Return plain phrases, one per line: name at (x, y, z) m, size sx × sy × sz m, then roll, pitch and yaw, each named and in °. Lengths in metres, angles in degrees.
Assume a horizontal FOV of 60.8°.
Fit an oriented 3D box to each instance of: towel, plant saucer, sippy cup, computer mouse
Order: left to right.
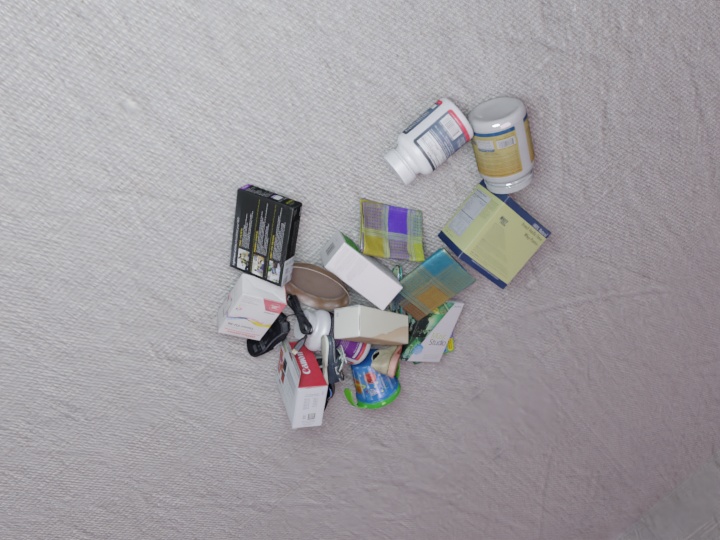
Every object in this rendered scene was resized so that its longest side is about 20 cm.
computer mouse at (-0.199, 0.172, 1.573) m, size 0.200 × 0.141 × 0.046 m, roll -45°, pitch 147°, yaw 14°
plant saucer at (-0.116, 0.036, 1.526) m, size 0.198 × 0.032 × 0.201 m, roll 14°, pitch 151°, yaw 8°
sippy cup at (0.034, 0.300, 1.751) m, size 0.138 × 0.178 × 0.131 m, roll -11°, pitch 114°, yaw 18°
towel at (0.080, -0.099, 1.545) m, size 0.198 × 0.023 × 0.145 m, roll 10°, pitch 73°, yaw -30°
towel at (0.183, 0.038, 1.608) m, size 0.199 × 0.022 × 0.146 m, roll -38°, pitch 121°, yaw 21°

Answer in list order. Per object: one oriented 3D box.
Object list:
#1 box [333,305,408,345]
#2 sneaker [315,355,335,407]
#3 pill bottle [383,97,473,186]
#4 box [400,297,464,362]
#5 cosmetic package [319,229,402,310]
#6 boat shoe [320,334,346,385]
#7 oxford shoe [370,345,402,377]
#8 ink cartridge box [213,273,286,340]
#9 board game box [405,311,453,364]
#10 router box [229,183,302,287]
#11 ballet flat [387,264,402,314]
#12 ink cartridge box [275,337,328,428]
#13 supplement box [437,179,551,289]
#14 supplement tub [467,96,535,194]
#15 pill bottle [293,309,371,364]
box at (0.030, 0.145, 1.583) m, size 0.199 × 0.094 × 0.079 m, roll 15°, pitch 71°, yaw -46°
sneaker at (-0.114, 0.350, 1.722) m, size 0.072 × 0.112 × 0.202 m, roll -8°, pitch 121°, yaw -16°
pill bottle at (0.156, -0.300, 1.455) m, size 0.200 × 0.120 × 0.120 m, roll -40°, pitch 125°, yaw 4°
box at (0.199, 0.167, 1.744) m, size 0.143 × 0.036 × 0.202 m, roll 7°, pitch 112°, yaw -34°
cosmetic package at (0.000, 0.000, 1.551) m, size 0.199 × 0.108 × 0.085 m, roll 36°, pitch 100°, yaw -24°
boat shoe at (-0.067, 0.228, 1.559) m, size 0.061 × 0.075 × 0.201 m, roll -5°, pitch 136°, yaw -6°
oxford shoe at (0.071, 0.229, 1.665) m, size 0.073 × 0.200 × 0.072 m, roll 13°, pitch 98°, yaw 6°
ink cartridge box at (-0.275, 0.105, 1.505) m, size 0.116 × 0.068 × 0.200 m, roll 15°, pitch 134°, yaw -28°
board game box at (0.204, 0.172, 1.801) m, size 0.133 × 0.029 × 0.202 m, roll -17°, pitch 123°, yaw -11°
router box at (-0.221, -0.080, 1.419) m, size 0.148 × 0.051 × 0.202 m, roll 21°, pitch 117°, yaw 16°
ballet flat at (0.083, 0.078, 1.678) m, size 0.074 × 0.074 × 0.202 m, roll -12°, pitch 119°, yaw -15°
ink cartridge box at (-0.155, 0.277, 1.609) m, size 0.083 × 0.200 × 0.177 m, roll -1°, pitch 120°, yaw -21°
supplement box at (0.357, -0.098, 1.643) m, size 0.199 × 0.134 × 0.200 m, roll 31°, pitch 104°, yaw -33°
supplement tub at (0.350, -0.307, 1.514) m, size 0.144 × 0.145 × 0.201 m, roll -26°, pitch 125°, yaw -6°
pill bottle at (-0.074, 0.173, 1.637) m, size 0.199 × 0.113 × 0.113 m, roll 24°, pitch 107°, yaw -31°
